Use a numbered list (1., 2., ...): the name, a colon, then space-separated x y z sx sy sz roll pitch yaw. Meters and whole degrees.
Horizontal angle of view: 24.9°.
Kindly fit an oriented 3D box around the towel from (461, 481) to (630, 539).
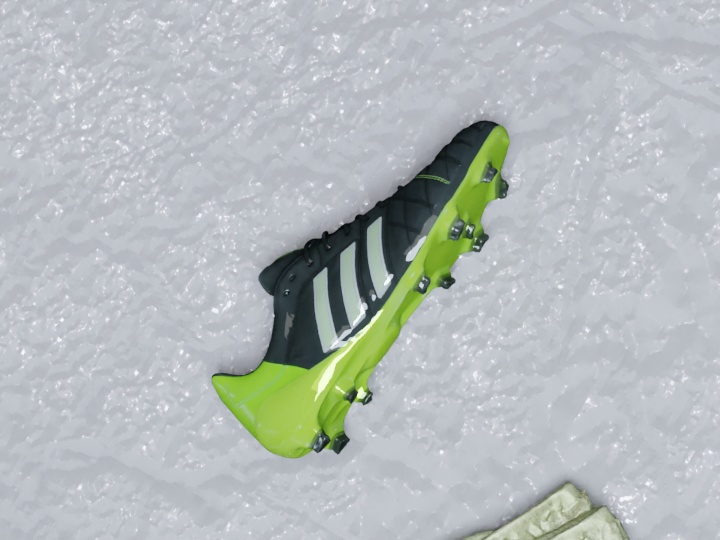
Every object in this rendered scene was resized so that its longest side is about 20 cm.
1. towel: 0.098 0.222 0.806 0.148 0.036 0.201 -28 83 1

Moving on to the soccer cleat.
1. soccer cleat: 0.000 0.000 0.820 0.081 0.068 0.201 35 89 19
